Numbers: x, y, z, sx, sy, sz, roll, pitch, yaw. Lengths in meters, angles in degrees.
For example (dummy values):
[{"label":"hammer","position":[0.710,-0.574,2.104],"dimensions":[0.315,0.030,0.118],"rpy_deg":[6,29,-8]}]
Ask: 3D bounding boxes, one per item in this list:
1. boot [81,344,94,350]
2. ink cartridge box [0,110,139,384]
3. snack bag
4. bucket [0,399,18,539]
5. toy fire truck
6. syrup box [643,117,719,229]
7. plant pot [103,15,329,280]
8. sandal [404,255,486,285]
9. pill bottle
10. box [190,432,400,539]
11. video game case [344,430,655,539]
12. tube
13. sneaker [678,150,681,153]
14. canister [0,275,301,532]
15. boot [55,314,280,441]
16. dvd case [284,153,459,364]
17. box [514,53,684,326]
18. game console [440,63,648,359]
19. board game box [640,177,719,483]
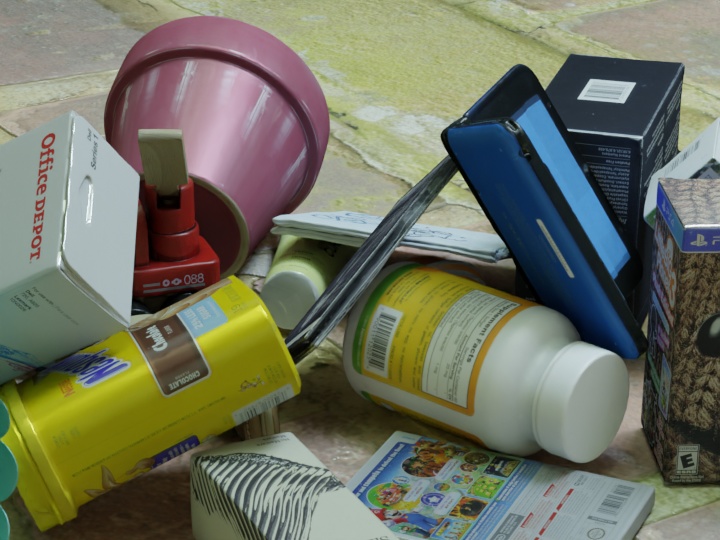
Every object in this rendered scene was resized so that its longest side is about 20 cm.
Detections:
[{"label":"boot","position":[-0.276,0.048,1.659],"dimensions":[0.163,0.073,0.198],"rpy_deg":[-48,46,-4]},{"label":"ink cartridge box","position":[-0.256,-0.001,1.567],"dimensions":[0.199,0.084,0.146],"rpy_deg":[-23,46,24]},{"label":"snack bag","position":[0.045,-0.026,1.902],"dimensions":[0.199,0.022,0.188],"rpy_deg":[9,5,16]},{"label":"bucket","position":[-0.328,0.129,1.411],"dimensions":[0.134,0.209,0.207],"rpy_deg":[12,25,36]},{"label":"toy fire truck","position":[-0.195,-0.029,1.768],"dimensions":[0.175,0.201,0.129],"rpy_deg":[-7,24,-18]},{"label":"syrup box","position":[0.320,-0.014,1.764],"dimensions":[0.200,0.079,0.082],"rpy_deg":[42,28,-10]},{"label":"plant pot","position":[-0.137,-0.089,1.944],"dimensions":[0.198,0.201,0.180],"rpy_deg":[5,39,9]},{"label":"sandal","position":[0.063,0.015,1.852],"dimensions":[0.079,0.060,0.207],"rpy_deg":[-3,24,-9]},{"label":"pill bottle","position":[0.094,0.071,1.656],"dimensions":[0.199,0.112,0.111],"rpy_deg":[20,30,38]},{"label":"box","position":[-0.037,0.181,1.456],"dimensions":[0.082,0.069,0.200],"rpy_deg":[-12,26,-26]},{"label":"video game case","position":[0.088,0.166,1.558],"dimensions":[0.199,0.018,0.143],"rpy_deg":[11,26,22]},{"label":"tube","position":[-0.046,-0.006,1.915],"dimensions":[0.052,0.058,0.200],"rpy_deg":[-38,8,17]},{"label":"sneaker","position":[0.253,-0.087,2.083],"dimensions":[0.087,0.074,0.200],"rpy_deg":[-2,25,-15]},{"label":"canister","position":[-0.150,0.086,1.544],"dimensions":[0.199,0.087,0.149],"rpy_deg":[-27,13,-8]},{"label":"boot","position":[-0.147,0.082,1.676],"dimensions":[0.154,0.073,0.200],"rpy_deg":[-8,28,-15]},{"label":"dvd case","position":[0.000,0.000,1.714],"dimensions":[0.200,0.016,0.149],"rpy_deg":[-51,4,-23]},{"label":"box","position":[0.199,-0.062,1.880],"dimensions":[0.103,0.183,0.200],"rpy_deg":[6,23,16]},{"label":"game console","position":[0.161,-0.049,1.670],"dimensions":[0.118,0.201,0.171],"rpy_deg":[-36,12,-17]},{"label":"board game box","position":[0.292,0.042,1.621],"dimensions":[0.158,0.201,0.097],"rpy_deg":[-1,23,-4]}]
